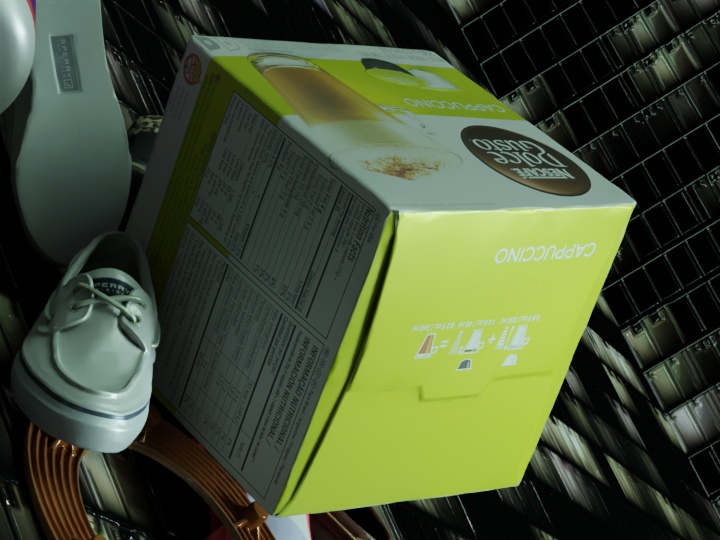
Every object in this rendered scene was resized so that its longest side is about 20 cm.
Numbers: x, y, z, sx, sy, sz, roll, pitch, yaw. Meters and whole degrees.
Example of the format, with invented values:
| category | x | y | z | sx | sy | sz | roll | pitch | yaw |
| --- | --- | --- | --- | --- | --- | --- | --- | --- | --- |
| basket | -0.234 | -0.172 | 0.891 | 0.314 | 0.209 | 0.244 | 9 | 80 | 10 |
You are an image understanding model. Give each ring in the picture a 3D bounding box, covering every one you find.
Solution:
| category | x | y | z | sx | sy | sz | roll | pitch | yaw |
| --- | --- | --- | --- | --- | --- | --- | --- | --- | --- |
| ring | -0.096 | 0.140 | 1.225 | 0.200 | 0.019 | 0.200 | 40 | 22 | -20 |

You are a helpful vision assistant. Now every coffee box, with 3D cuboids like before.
| category | x | y | z | sx | sy | sz | roll | pitch | yaw |
| --- | --- | --- | --- | --- | --- | --- | --- | --- | --- |
| coffee box | 0.000 | 0.000 | 1.340 | 0.200 | 0.200 | 0.198 | -3 | 33 | -43 |

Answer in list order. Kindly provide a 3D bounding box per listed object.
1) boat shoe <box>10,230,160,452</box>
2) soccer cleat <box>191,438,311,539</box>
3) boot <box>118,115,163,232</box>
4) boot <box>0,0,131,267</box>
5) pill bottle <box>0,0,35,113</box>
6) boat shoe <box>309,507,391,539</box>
| category | x | y | z | sx | sy | sz | roll | pitch | yaw |
| --- | --- | --- | --- | --- | --- | --- | --- | --- | --- |
| boat shoe | -0.144 | 0.030 | 1.241 | 0.073 | 0.067 | 0.200 | 16 | 17 | -14 |
| soccer cleat | -0.052 | 0.180 | 1.331 | 0.076 | 0.067 | 0.200 | 3 | 55 | -27 |
| boot | -0.103 | -0.010 | 1.544 | 0.200 | 0.073 | 0.151 | 49 | 15 | -17 |
| boot | -0.187 | -0.093 | 1.406 | 0.096 | 0.073 | 0.200 | 151 | -62 | -67 |
| pill bottle | -0.236 | -0.165 | 1.289 | 0.112 | 0.112 | 0.200 | 51 | 14 | -30 |
| boat shoe | -0.051 | 0.103 | 1.445 | 0.200 | 0.070 | 0.070 | 56 | 32 | 1 |
